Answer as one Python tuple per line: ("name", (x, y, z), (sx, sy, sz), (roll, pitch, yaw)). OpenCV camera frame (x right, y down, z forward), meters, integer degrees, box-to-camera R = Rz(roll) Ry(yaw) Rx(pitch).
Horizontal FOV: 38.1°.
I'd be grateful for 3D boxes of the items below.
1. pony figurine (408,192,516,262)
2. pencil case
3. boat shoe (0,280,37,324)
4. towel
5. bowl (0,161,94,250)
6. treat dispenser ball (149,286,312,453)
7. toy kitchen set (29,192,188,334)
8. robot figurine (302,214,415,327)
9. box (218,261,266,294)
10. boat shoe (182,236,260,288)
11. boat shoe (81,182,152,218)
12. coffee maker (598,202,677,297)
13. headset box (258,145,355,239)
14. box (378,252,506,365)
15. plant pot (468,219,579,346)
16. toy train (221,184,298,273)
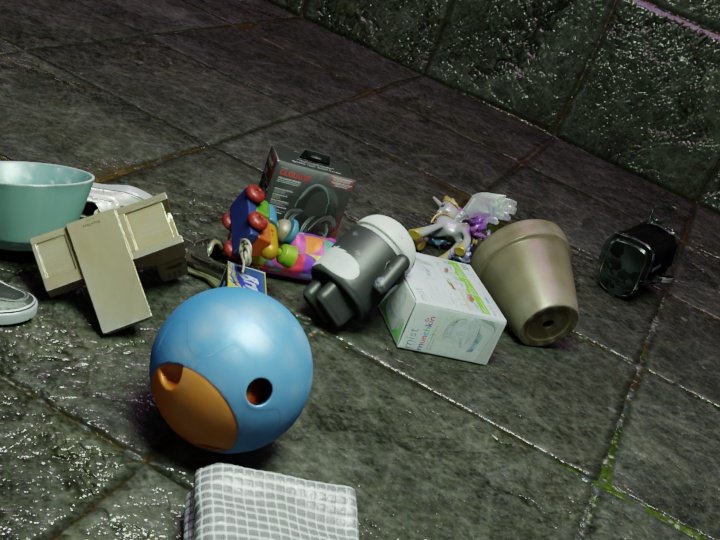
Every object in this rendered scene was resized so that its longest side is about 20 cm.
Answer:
("pony figurine", (0.208, -0.082, 2.132), (0.191, 0.168, 0.200), (20, 37, 16))
("pencil case", (-0.135, -0.028, 1.770), (0.198, 0.089, 0.089), (8, 27, -25))
("boat shoe", (-0.516, 0.016, 1.350), (0.197, 0.069, 0.074), (14, 24, -18))
("towel", (-0.087, 0.293, 1.109), (0.198, 0.086, 0.166), (14, 25, -17))
("bowl", (-0.493, -0.093, 1.524), (0.198, 0.106, 0.201), (7, 14, -2))
("treat dispenser ball", (-0.157, 0.121, 1.271), (0.199, 0.202, 0.201), (18, 23, -8))
("toy kitchen set", (-0.346, 0.018, 1.521), (0.198, 0.181, 0.165), (-20, 79, -11))
("robot figurine", (0.002, 0.001, 1.693), (0.150, 0.125, 0.200), (37, 67, 22))
("box", (-0.177, 0.066, 1.538), (0.064, 0.071, 0.200), (17, 24, -16))
("boat shoe", (-0.241, -0.022, 1.677), (0.199, 0.065, 0.073), (28, 23, 13))
("boat shoe", (-0.427, -0.103, 1.706), (0.198, 0.071, 0.070), (14, 51, -26))
("coffee maker", (0.621, -0.049, 2.339), (0.134, 0.194, 0.199), (2, 9, 31))
("headset box", (-0.107, -0.118, 1.833), (0.147, 0.201, 0.077), (13, 24, -21))
("box", (0.130, 0.056, 1.798), (0.175, 0.097, 0.200), (12, 26, -22))
("plant pot", (0.317, 0.038, 1.924), (0.198, 0.201, 0.175), (9, 44, -28))
("toy train", (-0.147, -0.035, 1.635), (0.115, 0.085, 0.201), (28, 31, -29))
